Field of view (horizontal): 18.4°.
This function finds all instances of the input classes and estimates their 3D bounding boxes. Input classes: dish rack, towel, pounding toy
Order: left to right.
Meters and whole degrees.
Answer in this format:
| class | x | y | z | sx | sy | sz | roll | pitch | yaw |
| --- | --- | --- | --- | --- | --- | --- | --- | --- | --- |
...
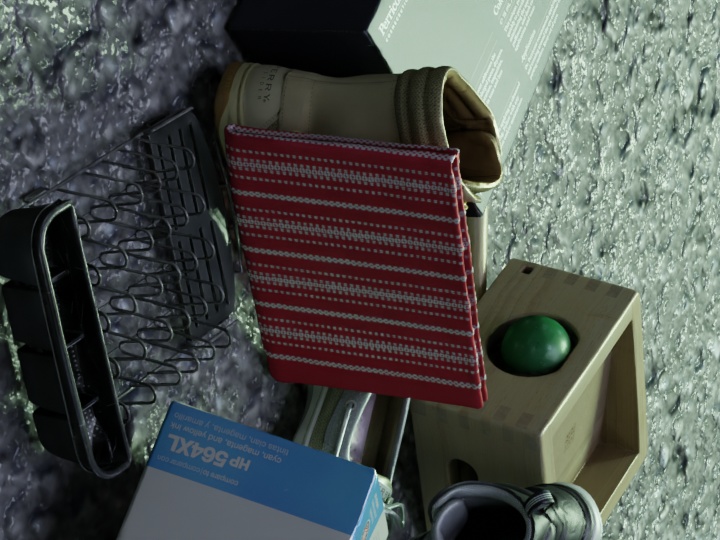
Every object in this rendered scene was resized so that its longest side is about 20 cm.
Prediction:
| class | x | y | z | sx | sy | sz | roll | pitch | yaw |
| --- | --- | --- | --- | --- | --- | --- | --- | --- | --- |
| dish rack | -0.120 | 0.003 | 1.230 | 0.200 | 0.054 | 0.155 | -38 | 126 | -49 |
| towel | 0.000 | 0.000 | 1.302 | 0.023 | 0.143 | 0.201 | -66 | 156 | -44 |
| pounding toy | 0.106 | 0.078 | 1.537 | 0.184 | 0.141 | 0.201 | -50 | 144 | -40 |

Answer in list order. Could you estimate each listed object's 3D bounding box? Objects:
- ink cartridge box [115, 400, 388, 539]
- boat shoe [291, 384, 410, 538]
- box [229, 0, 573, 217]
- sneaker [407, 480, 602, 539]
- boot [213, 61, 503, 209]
| class | x | y | z | sx | sy | sz | roll | pitch | yaw |
| --- | --- | --- | --- | --- | --- | --- | --- | --- | --- |
| ink cartridge box | -0.077 | 0.199 | 1.216 | 0.129 | 0.124 | 0.201 | 83 | 27 | -68 |
| boat shoe | 0.001 | 0.110 | 1.387 | 0.074 | 0.064 | 0.204 | 48 | 42 | -48 |
| box | 0.034 | -0.169 | 1.394 | 0.182 | 0.103 | 0.201 | 56 | 50 | -45 |
| sneaker | 0.050 | 0.186 | 1.402 | 0.114 | 0.199 | 0.076 | 32 | 31 | -63 |
| boot | 0.013 | -0.046 | 1.325 | 0.201 | 0.154 | 0.073 | 68 | 31 | -42 |
